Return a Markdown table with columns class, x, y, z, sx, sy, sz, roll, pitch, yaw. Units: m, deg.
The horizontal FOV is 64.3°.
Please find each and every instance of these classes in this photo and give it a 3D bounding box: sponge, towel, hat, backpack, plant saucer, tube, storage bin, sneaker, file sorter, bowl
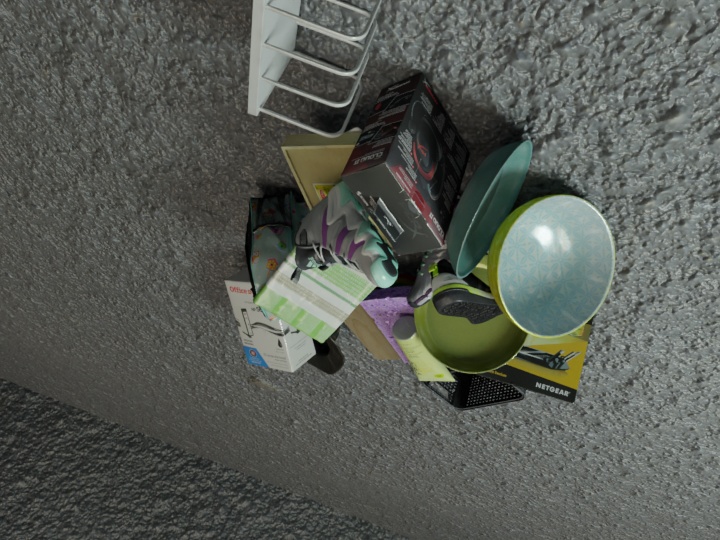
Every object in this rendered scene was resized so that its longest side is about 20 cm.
| class | x | y | z | sx | sy | sz | roll | pitch | yaw |
| --- | --- | --- | --- | --- | --- | --- | --- | --- | --- |
| sponge | 0.090 | 0.106 | 1.074 | 0.110 | 0.030 | 0.201 | -7 | 135 | 34 |
| towel | -0.057 | 0.012 | 0.905 | 0.148 | 0.031 | 0.200 | 34 | 113 | -23 |
| hat | -0.102 | 0.138 | 1.298 | 0.198 | 0.081 | 0.203 | 25 | 140 | 23 |
| backpack | -0.125 | -0.017 | 1.006 | 0.150 | 0.203 | 0.177 | -3 | 140 | 5 |
| plant saucer | 0.190 | 0.073 | 0.976 | 0.196 | 0.204 | 0.031 | 11 | 171 | 16 |
| tube | 0.116 | 0.160 | 1.067 | 0.058 | 0.052 | 0.201 | 43 | 170 | 43 |
| storage bin | 0.237 | 0.207 | 1.189 | 0.135 | 0.095 | 0.199 | 38 | 143 | -22 |
| sneaker | 0.170 | 0.026 | 0.876 | 0.071 | 0.084 | 0.199 | -28 | 153 | 29 |
| plant saucer | 0.167 | -0.086 | 0.771 | 0.036 | 0.200 | 0.202 | 30 | 148 | 20 |
| sneaker | -0.036 | -0.019 | 0.762 | 0.139 | 0.201 | 0.078 | -35 | 129 | 9 |
| sneaker | 0.124 | -0.032 | 0.931 | 0.087 | 0.075 | 0.201 | 38 | 112 | -5 |
| file sorter | -0.047 | -0.284 | 0.673 | 0.122 | 0.140 | 0.201 | 19 | 145 | 0 |
| bowl | 0.261 | -0.013 | 0.849 | 0.199 | 0.202 | 0.108 | 37 | 177 | -20 |

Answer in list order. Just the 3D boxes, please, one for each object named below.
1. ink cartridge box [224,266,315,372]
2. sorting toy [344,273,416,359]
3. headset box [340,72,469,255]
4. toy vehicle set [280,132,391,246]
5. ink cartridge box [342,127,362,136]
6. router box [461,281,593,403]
| class | x | y | z | sx | sy | sz | roll | pitch | yaw |
| --- | --- | --- | --- | --- | --- | --- | --- | --- | --- |
| ink cartridge box | -0.191 | 0.098 | 1.210 | 0.144 | 0.084 | 0.204 | 3 | 115 | 38 |
| sorting toy | 0.073 | 0.091 | 1.150 | 0.196 | 0.070 | 0.201 | -9 | 134 | 36 |
| headset box | 0.063 | -0.131 | 0.753 | 0.074 | 0.202 | 0.149 | -10 | 135 | 37 |
| toy vehicle set | -0.027 | -0.116 | 0.858 | 0.122 | 0.027 | 0.202 | 6 | 142 | 25 |
| ink cartridge box | 0.029 | -0.145 | 0.870 | 0.115 | 0.067 | 0.200 | -14 | 131 | 42 |
| router box | 0.286 | 0.124 | 0.995 | 0.196 | 0.160 | 0.052 | 15 | 172 | 10 |
